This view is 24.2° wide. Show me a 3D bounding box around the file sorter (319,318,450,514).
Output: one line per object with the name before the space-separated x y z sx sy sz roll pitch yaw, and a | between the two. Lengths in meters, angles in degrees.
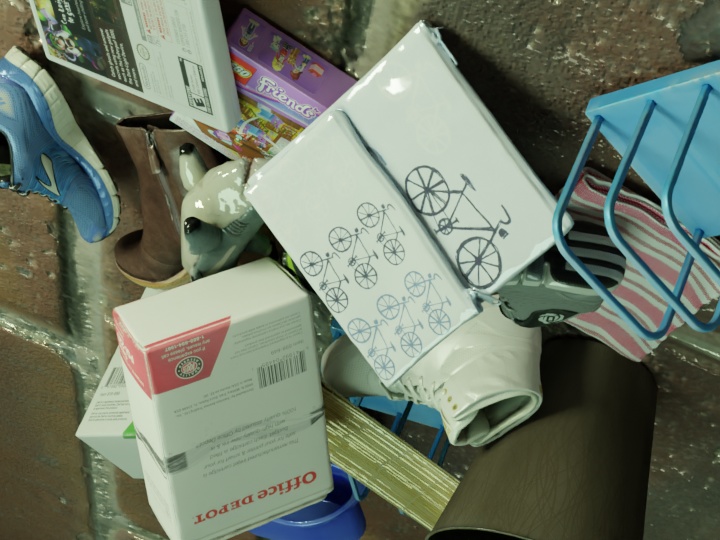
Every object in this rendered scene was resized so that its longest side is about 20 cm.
file sorter | 0.055 0.152 1.555 0.199 0.123 0.139 14 149 19

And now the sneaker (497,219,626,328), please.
sneaker | 0.094 0.001 1.271 0.199 0.075 0.116 15 155 4

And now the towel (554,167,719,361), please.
towel | 0.194 0.003 1.304 0.146 0.030 0.200 29 151 -4

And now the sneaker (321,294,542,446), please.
sneaker | 0.057 0.095 1.398 0.199 0.116 0.074 -17 138 20

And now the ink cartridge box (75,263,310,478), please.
ink cartridge box | -0.149 0.083 1.524 0.146 0.201 0.083 -6 142 43

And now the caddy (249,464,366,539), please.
caddy | -0.069 0.198 1.703 0.199 0.142 0.105 8 149 26

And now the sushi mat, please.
sushi mat | 0.023 0.170 1.473 0.200 0.012 0.096 36 146 -9

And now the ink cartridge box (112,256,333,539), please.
ink cartridge box | -0.108 0.109 1.364 0.085 0.145 0.201 42 145 53

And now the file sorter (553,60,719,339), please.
file sorter | 0.244 -0.044 1.082 0.199 0.123 0.139 -13 132 48

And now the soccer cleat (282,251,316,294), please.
soccer cleat | 0.000 0.000 1.405 0.081 0.068 0.200 -9 153 23

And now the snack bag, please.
snack bag | 0.033 -0.044 1.192 0.200 0.021 0.189 -39 81 28

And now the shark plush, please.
shark plush | -0.103 -0.013 1.367 0.083 0.091 0.201 -2 130 -8

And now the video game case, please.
video game case | -0.177 -0.205 1.223 0.181 0.023 0.200 23 147 23

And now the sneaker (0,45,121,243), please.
sneaker | -0.274 -0.094 1.431 0.079 0.089 0.200 40 163 47

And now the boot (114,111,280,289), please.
boot | -0.168 -0.066 1.459 0.199 0.072 0.167 0 130 40

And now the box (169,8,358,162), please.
box | -0.036 -0.105 1.299 0.199 0.039 0.137 32 150 -11

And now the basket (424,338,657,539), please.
basket | 0.169 0.169 1.409 0.179 0.201 0.136 15 148 13
